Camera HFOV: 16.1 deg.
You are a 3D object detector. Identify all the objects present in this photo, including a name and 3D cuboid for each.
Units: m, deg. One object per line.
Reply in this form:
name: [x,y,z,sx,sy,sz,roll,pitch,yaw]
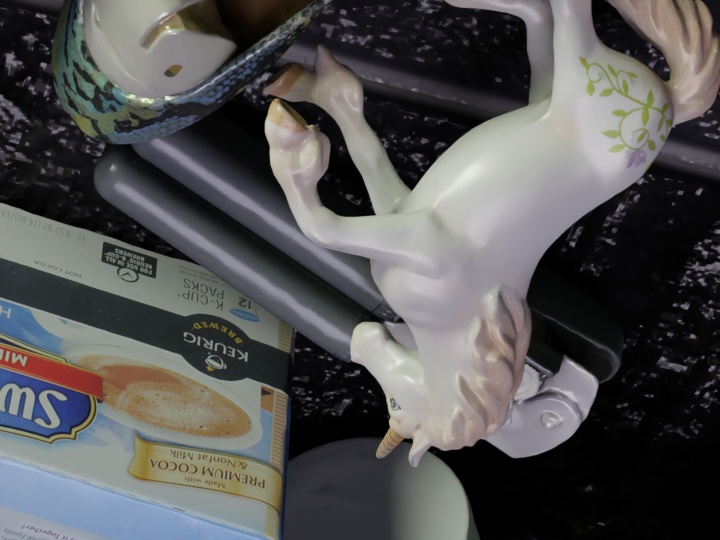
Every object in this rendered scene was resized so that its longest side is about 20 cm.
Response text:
can opener: [0.000,0.000,0.905,0.200,0.067,0.053,31,129,-13]
unicorn figurine: [0.034,-0.025,0.816,0.200,0.074,0.137,-37,106,19]
pill bottle: [0.013,0.165,1.032,0.109,0.110,0.200,-4,136,9]
cocoa box: [-0.138,0.067,0.918,0.200,0.131,0.134,19,127,-14]
ballet flat: [-0.037,-0.101,0.787,0.074,0.074,0.200,36,123,-29]
